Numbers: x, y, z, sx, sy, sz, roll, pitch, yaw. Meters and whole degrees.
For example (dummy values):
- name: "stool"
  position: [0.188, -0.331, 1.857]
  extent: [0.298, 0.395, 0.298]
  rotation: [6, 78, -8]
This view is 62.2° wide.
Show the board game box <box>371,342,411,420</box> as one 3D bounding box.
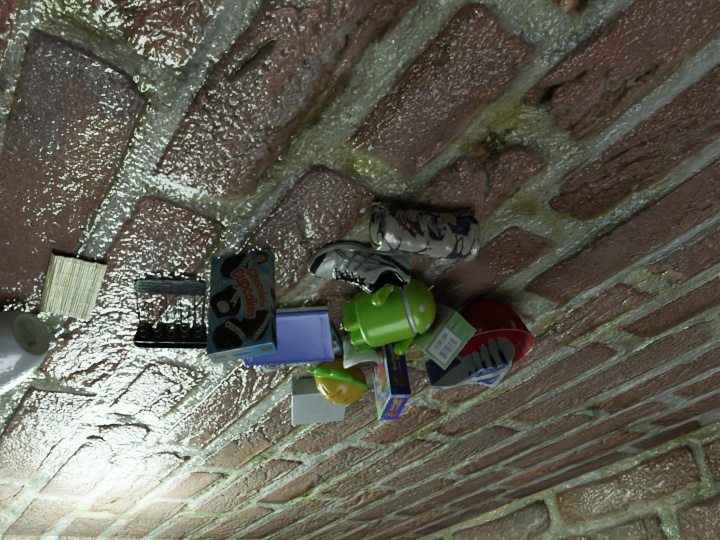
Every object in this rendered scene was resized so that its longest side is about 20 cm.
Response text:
- name: "board game box"
  position: [0.061, 0.206, 1.315]
  extent: [0.044, 0.203, 0.135]
  rotation: [1, 144, -12]

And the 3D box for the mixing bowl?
- name: "mixing bowl"
  position: [0.281, 0.137, 1.345]
  extent: [0.196, 0.110, 0.202]
  rotation: [-6, 144, -4]

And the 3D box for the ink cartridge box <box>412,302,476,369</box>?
- name: "ink cartridge box"
  position: [0.164, 0.130, 1.270]
  extent: [0.059, 0.200, 0.104]
  rotation: [39, 89, -9]

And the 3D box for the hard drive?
- name: "hard drive"
  position: [-0.160, 0.142, 1.277]
  extent: [0.195, 0.026, 0.134]
  rotation: [-4, 121, 1]

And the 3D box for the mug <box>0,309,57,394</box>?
- name: "mug"
  position: [-0.684, 0.155, 1.157]
  extent: [0.173, 0.150, 0.200]
  rotation: [-25, 173, 11]

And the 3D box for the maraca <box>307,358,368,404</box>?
- name: "maraca"
  position: [-0.053, 0.264, 1.442]
  extent: [0.134, 0.109, 0.200]
  rotation: [4, 160, 17]

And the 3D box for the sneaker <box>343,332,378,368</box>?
- name: "sneaker"
  position: [-0.009, 0.171, 1.313]
  extent: [0.071, 0.087, 0.200]
  rotation: [-3, 172, -13]

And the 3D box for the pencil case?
- name: "pencil case"
  position: [0.111, -0.071, 1.045]
  extent: [0.196, 0.092, 0.078]
  rotation: [5, 172, -18]

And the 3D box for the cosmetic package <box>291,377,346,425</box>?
- name: "cosmetic package"
  position: [-0.113, 0.353, 1.617]
  extent: [0.147, 0.052, 0.202]
  rotation: [-1, 145, -8]

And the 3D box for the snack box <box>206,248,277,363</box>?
- name: "snack box"
  position: [-0.207, 0.058, 1.048]
  extent: [0.114, 0.203, 0.037]
  rotation: [-10, 143, 3]

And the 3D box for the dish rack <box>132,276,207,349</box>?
- name: "dish rack"
  position: [-0.374, 0.084, 1.180]
  extent: [0.150, 0.055, 0.201]
  rotation: [2, 143, -16]

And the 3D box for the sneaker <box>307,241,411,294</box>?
- name: "sneaker"
  position: [0.000, 0.000, 1.112]
  extent: [0.195, 0.089, 0.076]
  rotation: [-5, 147, -3]

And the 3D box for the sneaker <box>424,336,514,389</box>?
- name: "sneaker"
  position: [0.247, 0.221, 1.292]
  extent: [0.196, 0.082, 0.116]
  rotation: [-19, 142, 13]

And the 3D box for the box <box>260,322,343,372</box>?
- name: "box"
  position: [-0.149, 0.169, 1.360]
  extent: [0.196, 0.038, 0.137]
  rotation: [-14, 145, 8]

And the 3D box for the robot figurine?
- name: "robot figurine"
  position: [0.065, 0.085, 1.219]
  extent: [0.196, 0.117, 0.177]
  rotation: [-16, 127, 11]

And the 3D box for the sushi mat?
- name: "sushi mat"
  position: [-0.536, 0.033, 1.109]
  extent: [0.094, 0.012, 0.200]
  rotation: [12, 140, -28]
